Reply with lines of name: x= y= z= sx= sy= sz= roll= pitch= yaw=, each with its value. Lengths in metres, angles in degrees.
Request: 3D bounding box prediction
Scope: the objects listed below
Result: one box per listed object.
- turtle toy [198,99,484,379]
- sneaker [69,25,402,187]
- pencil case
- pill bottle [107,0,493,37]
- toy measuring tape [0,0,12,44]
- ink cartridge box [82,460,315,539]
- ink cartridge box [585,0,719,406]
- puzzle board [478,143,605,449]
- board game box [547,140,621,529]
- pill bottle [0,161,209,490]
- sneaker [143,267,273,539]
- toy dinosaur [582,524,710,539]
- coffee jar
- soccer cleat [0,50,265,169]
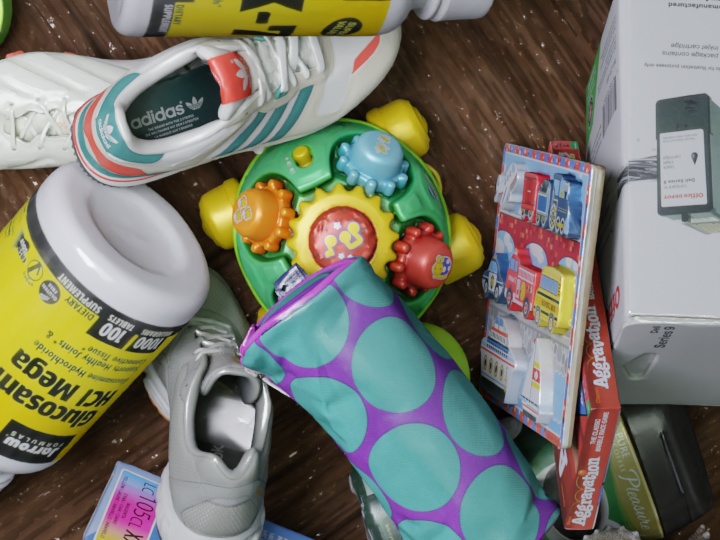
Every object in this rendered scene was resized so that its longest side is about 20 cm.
turtle toy: x=0.000 y=0.000 z=1.496 sx=0.145 sy=0.101 sz=0.200 roll=-27 pitch=95 yaw=2
sneaker: x=-0.059 y=-0.101 z=1.417 sx=0.199 sy=0.093 sz=0.071 roll=-22 pitch=92 yaw=-15
pencil case: x=0.020 y=0.086 z=1.416 sx=0.092 sy=0.085 sz=0.200 roll=-35 pitch=102 yaw=17
pill bottle: x=-0.032 y=-0.181 z=1.372 sx=0.199 sy=0.114 sz=0.115 roll=-2 pitch=95 yaw=-13
toy measuring tape: x=-0.245 y=-0.114 z=1.501 sx=0.073 sy=0.074 sz=0.201 roll=13 pitch=99 yaw=-2
ink cartridge box: x=-0.075 y=0.209 z=1.496 sx=0.200 sy=0.076 sz=0.137 roll=24 pitch=135 yaw=-2
ink cartridge box: x=0.174 y=-0.038 z=1.438 sx=0.084 sy=0.146 sz=0.201 roll=3 pitch=69 yaw=-3
puzzle board: x=0.095 y=0.009 z=1.449 sx=0.017 sy=0.200 sz=0.151 roll=6 pitch=95 yaw=-10
board game box: x=0.117 y=0.034 z=1.443 sx=0.019 sy=0.200 sz=0.103 roll=0 pitch=136 yaw=-4
pill bottle: x=-0.185 y=0.042 z=1.471 sx=0.112 sy=0.112 sz=0.200 roll=41 pitch=116 yaw=-4
sneaker: x=-0.078 y=0.063 z=1.463 sx=0.075 sy=0.200 sz=0.092 roll=3 pitch=138 yaw=-16
toy dinosaur: x=0.147 y=0.193 z=1.493 sx=0.102 sy=0.200 sz=0.077 roll=2 pitch=64 yaw=-18
coffee jar: x=0.101 y=0.128 z=1.516 sx=0.200 sy=0.085 sz=0.105 roll=-20 pitch=106 yaw=1
soccer cleat: x=-0.149 y=-0.087 z=1.477 sx=0.199 sy=0.078 sz=0.069 roll=-7 pitch=127 yaw=-10
